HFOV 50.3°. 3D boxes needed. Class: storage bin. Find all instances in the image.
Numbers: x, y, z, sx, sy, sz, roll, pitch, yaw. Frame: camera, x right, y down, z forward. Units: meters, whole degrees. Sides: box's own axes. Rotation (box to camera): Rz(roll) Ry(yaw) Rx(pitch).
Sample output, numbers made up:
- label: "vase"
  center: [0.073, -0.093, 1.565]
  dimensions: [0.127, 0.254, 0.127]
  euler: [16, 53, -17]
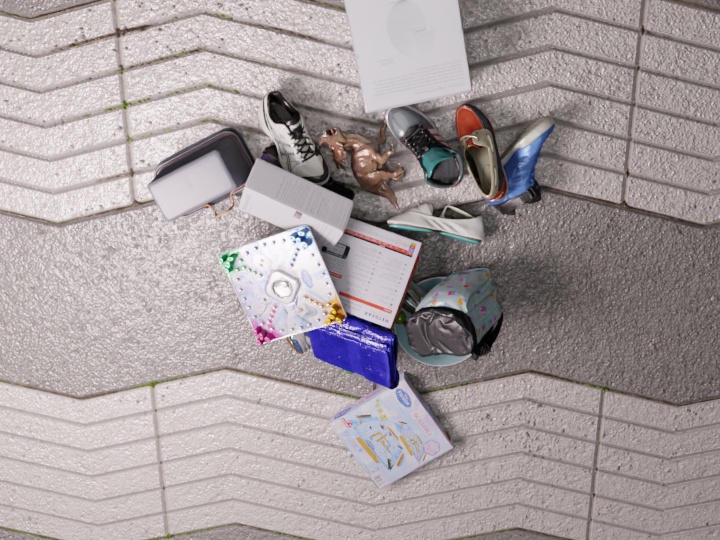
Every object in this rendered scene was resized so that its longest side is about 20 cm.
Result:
- label: "storage bin"
  center: [-0.307, -0.166, 1.480]
  dimensions: [0.199, 0.134, 0.146]
  euler: [-24, 106, 11]

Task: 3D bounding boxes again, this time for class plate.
- label: "plate"
  center: [0.168, 0.106, 1.611]
  dimensions: [0.198, 0.026, 0.202]
  euler: [0, 108, 1]

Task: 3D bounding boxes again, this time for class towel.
- label: "towel"
  center: [-0.017, 0.155, 1.513]
  dimensions: [0.199, 0.050, 0.149]
  euler: [19, 135, 27]

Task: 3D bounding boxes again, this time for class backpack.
- label: "backpack"
  center: [0.196, 0.082, 1.487]
  dimensions: [0.166, 0.200, 0.128]
  euler: [5, 116, 37]

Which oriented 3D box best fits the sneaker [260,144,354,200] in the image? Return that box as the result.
- label: "sneaker"
  center: [-0.102, -0.190, 1.499]
  dimensions: [0.198, 0.076, 0.088]
  euler: [15, 103, -3]

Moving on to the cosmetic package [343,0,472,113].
- label: "cosmetic package"
  center: [0.087, -0.409, 1.391]
  dimensions: [0.197, 0.123, 0.202]
  euler: [-10, 106, 5]

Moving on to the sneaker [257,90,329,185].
- label: "sneaker"
  center: [-0.127, -0.247, 1.438]
  dimensions: [0.075, 0.088, 0.201]
  euler: [-36, 86, -19]

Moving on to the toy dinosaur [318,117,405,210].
- label: "toy dinosaur"
  center: [0.009, -0.204, 1.485]
  dimensions: [0.134, 0.086, 0.201]
  euler: [-21, 111, 8]

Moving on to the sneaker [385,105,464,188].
- label: "sneaker"
  center: [0.126, -0.226, 1.441]
  dimensions: [0.200, 0.121, 0.084]
  euler: [41, 105, -18]

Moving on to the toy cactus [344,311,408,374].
- label: "toy cactus"
  center: [0.016, 0.126, 1.593]
  dimensions: [0.165, 0.102, 0.200]
  euler: [50, 131, 11]

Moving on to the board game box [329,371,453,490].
- label: "board game box"
  center: [0.069, 0.356, 1.688]
  dimensions: [0.199, 0.041, 0.201]
  euler: [-32, 104, 12]

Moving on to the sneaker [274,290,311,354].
- label: "sneaker"
  center: [-0.132, 0.078, 1.568]
  dimensions: [0.088, 0.075, 0.201]
  euler: [-35, 135, -15]

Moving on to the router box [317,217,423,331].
- label: "router box"
  center: [0.000, 0.000, 1.507]
  dimensions: [0.198, 0.049, 0.181]
  euler: [20, 81, 10]

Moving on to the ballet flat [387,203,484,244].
- label: "ballet flat"
  center: [0.153, -0.100, 1.529]
  dimensions: [0.198, 0.070, 0.070]
  euler: [10, 109, -6]

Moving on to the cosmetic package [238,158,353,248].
- label: "cosmetic package"
  center: [-0.122, -0.123, 1.435]
  dimensions: [0.198, 0.102, 0.075]
  euler: [22, 67, -8]

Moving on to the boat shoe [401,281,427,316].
- label: "boat shoe"
  center: [0.060, 0.025, 1.552]
  dimensions: [0.199, 0.062, 0.072]
  euler: [34, 105, 5]

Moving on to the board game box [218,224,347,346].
- label: "board game box"
  center: [-0.151, 0.034, 1.461]
  dimensions: [0.198, 0.026, 0.201]
  euler: [-17, 107, 20]

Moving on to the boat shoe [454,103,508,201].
- label: "boat shoe"
  center: [0.221, -0.225, 1.443]
  dimensions: [0.071, 0.062, 0.202]
  euler: [-24, 78, 33]

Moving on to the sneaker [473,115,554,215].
- label: "sneaker"
  center: [0.323, -0.193, 1.476]
  dimensions: [0.111, 0.077, 0.200]
  euler: [41, 109, -5]
